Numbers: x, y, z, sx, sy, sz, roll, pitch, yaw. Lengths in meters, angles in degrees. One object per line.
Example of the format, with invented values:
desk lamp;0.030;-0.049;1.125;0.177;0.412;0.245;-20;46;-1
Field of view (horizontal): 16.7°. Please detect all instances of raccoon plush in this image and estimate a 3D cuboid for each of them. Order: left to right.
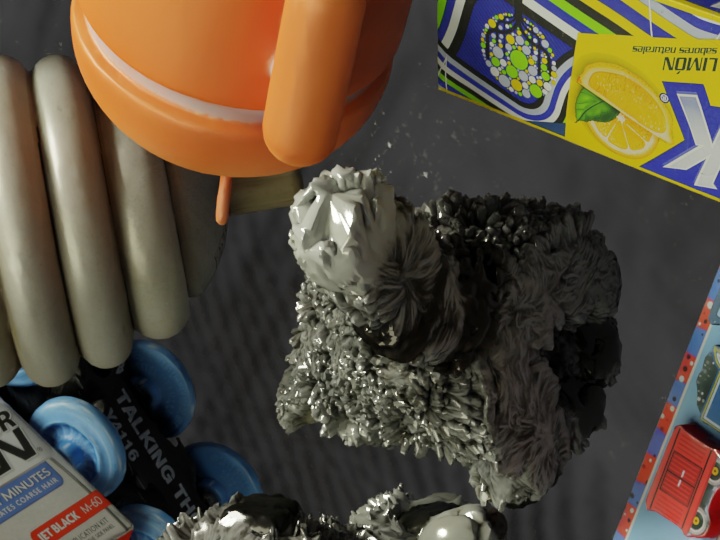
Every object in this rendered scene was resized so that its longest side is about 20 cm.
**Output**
raccoon plush;-0.033;0.134;0.896;0.199;0.134;0.098;-20;79;30
raccoon plush;0.000;0.000;0.824;0.133;0.097;0.200;10;153;36

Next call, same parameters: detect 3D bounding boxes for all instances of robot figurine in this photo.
robot figurine;-0.034;-0.115;0.804;0.143;0.117;0.201;34;136;19

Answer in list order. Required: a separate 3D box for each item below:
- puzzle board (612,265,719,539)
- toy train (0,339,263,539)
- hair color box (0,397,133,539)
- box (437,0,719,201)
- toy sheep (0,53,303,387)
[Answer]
puzzle board;0.140;0.090;0.758;0.150;0.017;0.201;35;113;43
toy train;-0.127;0.074;1.037;0.114;0.087;0.201;-27;98;35
hair color box;-0.200;0.075;0.967;0.200;0.111;0.064;40;129;15
box;0.120;-0.062;0.721;0.199;0.070;0.065;24;135;32
toy sheep;-0.120;-0.022;0.922;0.138;0.198;0.139;168;90;-89
